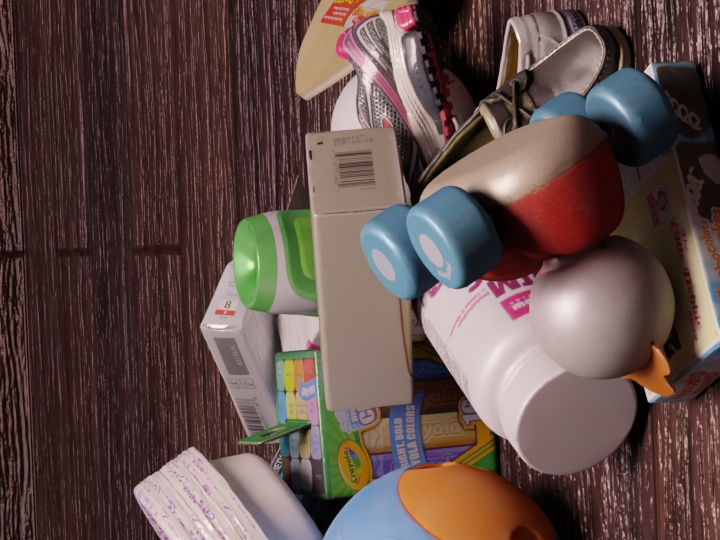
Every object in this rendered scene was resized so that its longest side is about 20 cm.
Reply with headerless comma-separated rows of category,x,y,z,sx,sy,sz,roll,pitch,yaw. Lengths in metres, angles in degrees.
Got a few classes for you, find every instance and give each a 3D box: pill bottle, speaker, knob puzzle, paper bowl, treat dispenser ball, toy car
pill bottle,0.121,0.055,1.604,0.200,0.113,0.114,-123,36,-53
speaker,-0.001,-0.010,1.802,0.088,0.199,0.089,177,90,-70
knob puzzle,0.013,-0.225,1.866,0.220,0.030,0.220,-42,25,25
paper bowl,-0.088,0.230,1.766,0.201,0.104,0.201,53,169,15
treat dispenser ball,0.063,0.246,1.660,0.201,0.200,0.202,177,90,-70
toy car,0.137,0.004,1.431,0.201,0.184,0.177,59,160,-6

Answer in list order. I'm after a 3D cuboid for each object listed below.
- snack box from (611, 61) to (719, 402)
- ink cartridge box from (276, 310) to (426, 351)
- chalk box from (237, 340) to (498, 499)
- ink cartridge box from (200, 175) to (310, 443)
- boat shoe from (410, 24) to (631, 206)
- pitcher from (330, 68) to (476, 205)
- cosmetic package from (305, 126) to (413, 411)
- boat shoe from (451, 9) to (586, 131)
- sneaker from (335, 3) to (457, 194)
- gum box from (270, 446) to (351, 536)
snack box,0.209,-0.025,1.459,0.116,0.037,0.201,126,137,-61
ink cartridge box,-0.004,0.042,1.941,0.200,0.115,0.068,121,141,-56
chalk box,-0.001,0.123,1.821,0.125,0.199,0.125,173,94,-70
ink cartridge box,-0.081,0.035,2.039,0.163,0.050,0.201,70,-154,-42
boat shoe,0.113,-0.101,1.575,0.201,0.066,0.072,-47,50,27
pitcher,0.037,-0.142,1.832,0.200,0.121,0.173,-160,84,-80
cosmetic package,0.000,0.000,1.670,0.104,0.073,0.201,-96,2,-48
boat shoe,0.108,-0.107,1.656,0.075,0.086,0.203,-113,28,-44
sneaker,0.040,-0.104,1.701,0.081,0.074,0.201,-24,-80,-73
gum box,-0.056,0.228,1.970,0.171,0.044,0.200,-62,-15,-6
